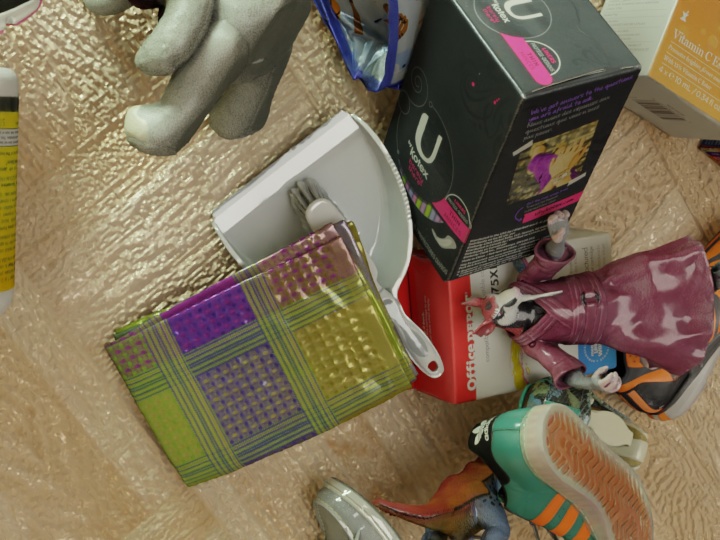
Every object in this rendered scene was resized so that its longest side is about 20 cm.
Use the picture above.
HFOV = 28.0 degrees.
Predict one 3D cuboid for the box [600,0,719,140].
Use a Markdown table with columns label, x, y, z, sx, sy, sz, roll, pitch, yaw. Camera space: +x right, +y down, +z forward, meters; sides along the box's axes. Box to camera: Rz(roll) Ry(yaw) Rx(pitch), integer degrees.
| label | x | y | z | sx | sy | sz | roll | pitch | yaw |
| --- | --- | --- | --- | --- | --- | --- | --- | --- | --- |
| box | 0.286 | -0.225 | 1.202 | 0.124 | 0.097 | 0.201 | 25 | 85 | -29 |

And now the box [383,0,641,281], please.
| label | x | y | z | sx | sy | sz | roll | pitch | yaw |
| --- | --- | --- | --- | --- | --- | --- | --- | --- | --- |
| box | 0.100 | -0.107 | 1.048 | 0.106 | 0.122 | 0.200 | -16 | 147 | -26 |

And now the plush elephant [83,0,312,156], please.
| label | x | y | z | sx | sy | sz | roll | pitch | yaw |
| --- | --- | --- | --- | --- | --- | --- | --- | --- | --- |
| plush elephant | -0.120 | -0.194 | 0.963 | 0.200 | 0.155 | 0.165 | -58 | 168 | 26 |

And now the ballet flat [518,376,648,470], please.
| label | x | y | z | sx | sy | sz | roll | pitch | yaw |
| --- | --- | --- | --- | --- | --- | --- | --- | --- | --- |
| ballet flat | 0.197 | 0.140 | 1.182 | 0.200 | 0.074 | 0.074 | 28 | 83 | -54 |

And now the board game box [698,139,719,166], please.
| label | x | y | z | sx | sy | sz | roll | pitch | yaw |
| --- | --- | --- | --- | --- | --- | --- | --- | --- | --- |
| board game box | 0.396 | -0.152 | 1.215 | 0.046 | 0.200 | 0.152 | 32 | 82 | -28 |

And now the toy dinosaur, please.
| label | x | y | z | sx | sy | sz | roll | pitch | yaw |
| --- | --- | --- | --- | --- | --- | --- | --- | --- | --- |
| toy dinosaur | 0.102 | 0.175 | 1.133 | 0.182 | 0.105 | 0.200 | -74 | 148 | -46 |

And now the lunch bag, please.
| label | x | y | z | sx | sy | sz | roll | pitch | yaw |
| --- | --- | --- | --- | --- | --- | --- | --- | --- | --- |
| lunch bag | 0.049 | -0.249 | 1.050 | 0.170 | 0.124 | 0.200 | -31 | 125 | -24 |

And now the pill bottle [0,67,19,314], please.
| label | x | y | z | sx | sy | sz | roll | pitch | yaw |
| --- | --- | --- | --- | --- | --- | --- | --- | --- | --- |
| pill bottle | -0.275 | -0.030 | 0.911 | 0.112 | 0.112 | 0.201 | -1 | 97 | -29 |

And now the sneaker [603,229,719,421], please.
| label | x | y | z | sx | sy | sz | roll | pitch | yaw |
| --- | --- | --- | --- | --- | --- | --- | --- | --- | --- |
| sneaker | 0.275 | 0.024 | 1.244 | 0.112 | 0.078 | 0.200 | 34 | 80 | -29 |

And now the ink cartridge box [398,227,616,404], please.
| label | x | y | z | sx | sy | sz | roll | pitch | yaw |
| --- | --- | --- | --- | --- | --- | --- | --- | --- | --- |
| ink cartridge box | 0.105 | 0.036 | 1.157 | 0.199 | 0.067 | 0.117 | -11 | 102 | -27 |

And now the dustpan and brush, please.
| label | x | y | z | sx | sy | sz | roll | pitch | yaw |
| --- | --- | --- | --- | --- | --- | --- | --- | --- | --- |
| dustpan and brush | 0.000 | 0.000 | 1.084 | 0.139 | 0.057 | 0.200 | -38 | 114 | -5 |

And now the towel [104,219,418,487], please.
| label | x | y | z | sx | sy | sz | roll | pitch | yaw |
| --- | --- | --- | --- | --- | --- | --- | --- | --- | --- |
| towel | -0.067 | 0.064 | 1.057 | 0.200 | 0.023 | 0.144 | -27 | 109 | -1 |

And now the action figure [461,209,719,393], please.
| label | x | y | z | sx | sy | sz | roll | pitch | yaw |
| --- | --- | --- | --- | --- | --- | --- | --- | --- | --- |
| action figure | 0.172 | 0.022 | 1.110 | 0.199 | 0.149 | 0.134 | -1 | 91 | -10 |

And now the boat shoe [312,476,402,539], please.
| label | x | y | z | sx | sy | sz | roll | pitch | yaw |
| --- | --- | --- | --- | --- | --- | --- | --- | --- | --- |
| boat shoe | 0.006 | 0.255 | 1.133 | 0.065 | 0.074 | 0.202 | -32 | 118 | -26 |

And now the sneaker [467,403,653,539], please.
| label | x | y | z | sx | sy | sz | roll | pitch | yaw |
| --- | --- | --- | --- | --- | --- | --- | --- | --- | --- |
| sneaker | 0.156 | 0.168 | 1.103 | 0.200 | 0.080 | 0.072 | 50 | 49 | -33 |

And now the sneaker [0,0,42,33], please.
| label | x | y | z | sx | sy | sz | roll | pitch | yaw |
| --- | --- | --- | --- | --- | --- | --- | --- | --- | --- |
| sneaker | -0.298 | -0.183 | 0.898 | 0.199 | 0.074 | 0.088 | -11 | 108 | -22 |
